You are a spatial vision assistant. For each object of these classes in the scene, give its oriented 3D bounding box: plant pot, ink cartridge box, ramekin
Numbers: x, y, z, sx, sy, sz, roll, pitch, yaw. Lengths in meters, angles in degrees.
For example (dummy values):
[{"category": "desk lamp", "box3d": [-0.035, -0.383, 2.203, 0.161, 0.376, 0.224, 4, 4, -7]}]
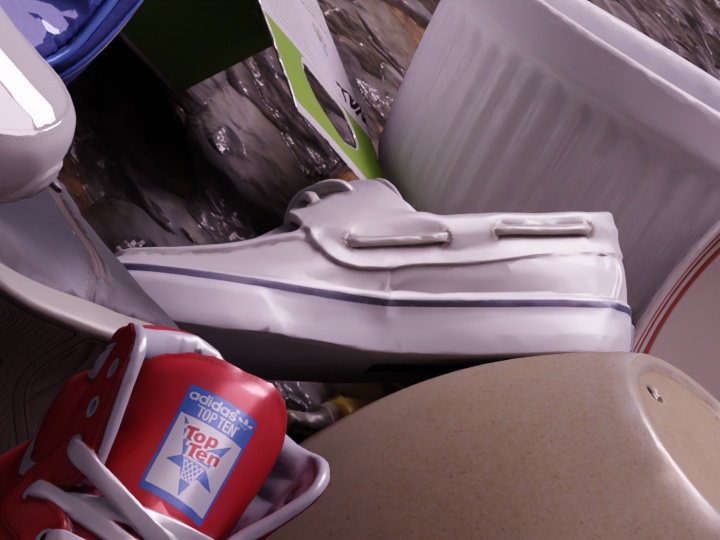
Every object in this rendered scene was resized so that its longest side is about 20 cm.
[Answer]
[{"category": "plant pot", "box3d": [0.072, 0.104, 0.857, 0.200, 0.134, 0.201, 40, 20, -18]}, {"category": "ink cartridge box", "box3d": [-0.066, -0.110, 1.019, 0.148, 0.075, 0.201, 47, 20, -66]}, {"category": "ramekin", "box3d": [0.101, -0.041, 1.081, 0.200, 0.105, 0.200, 30, 11, -7]}]

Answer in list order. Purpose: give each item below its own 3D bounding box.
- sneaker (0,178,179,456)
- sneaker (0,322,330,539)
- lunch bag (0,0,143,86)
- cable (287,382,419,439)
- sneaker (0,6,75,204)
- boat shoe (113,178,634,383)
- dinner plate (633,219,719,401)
[{"category": "sneaker", "box3d": [-0.138, -0.005, 0.748, 0.200, 0.075, 0.106, 31, 15, -45]}, {"category": "sneaker", "box3d": [-0.063, 0.088, 0.638, 0.071, 0.112, 0.200, 38, 22, -24]}, {"category": "lunch bag", "box3d": [-0.147, -0.145, 0.809, 0.200, 0.132, 0.136, 42, 61, -11]}, {"category": "cable", "box3d": [0.051, 0.054, 0.992, 0.050, 0.097, 0.200, 19, -12, 44]}, {"category": "sneaker", "box3d": [-0.139, -0.103, 0.657, 0.200, 0.099, 0.078, 45, 30, -5]}, {"category": "boat shoe", "box3d": [0.000, 0.000, 0.887, 0.199, 0.072, 0.066, 2, 75, -15]}, {"category": "dinner plate", "box3d": [0.161, 0.037, 1.020, 0.200, 0.201, 0.024, 25, 11, -46]}]
